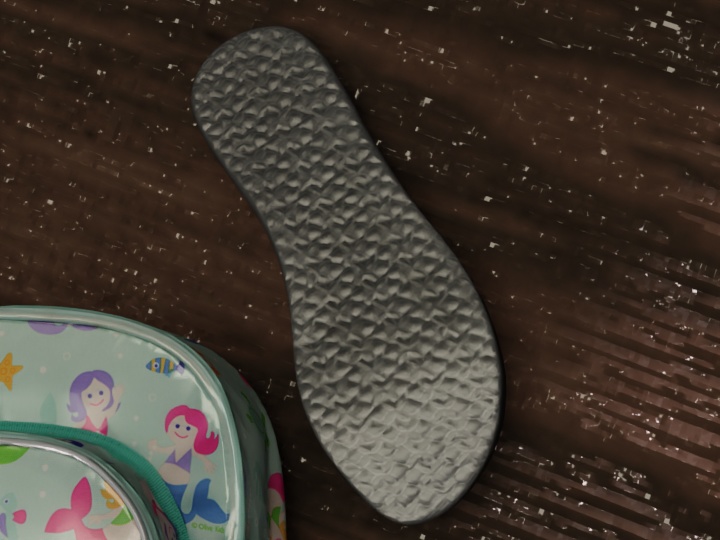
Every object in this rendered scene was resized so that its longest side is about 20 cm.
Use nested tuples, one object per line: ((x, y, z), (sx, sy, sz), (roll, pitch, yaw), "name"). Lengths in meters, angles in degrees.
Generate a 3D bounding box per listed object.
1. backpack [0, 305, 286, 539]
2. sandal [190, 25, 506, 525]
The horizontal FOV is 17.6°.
((-0.116, 0.112, 0.837), (0.176, 0.151, 0.202), (3, 80, 12), "backpack")
((0.000, -0.001, 0.873), (0.076, 0.043, 0.201), (-23, 71, 3), "sandal")
